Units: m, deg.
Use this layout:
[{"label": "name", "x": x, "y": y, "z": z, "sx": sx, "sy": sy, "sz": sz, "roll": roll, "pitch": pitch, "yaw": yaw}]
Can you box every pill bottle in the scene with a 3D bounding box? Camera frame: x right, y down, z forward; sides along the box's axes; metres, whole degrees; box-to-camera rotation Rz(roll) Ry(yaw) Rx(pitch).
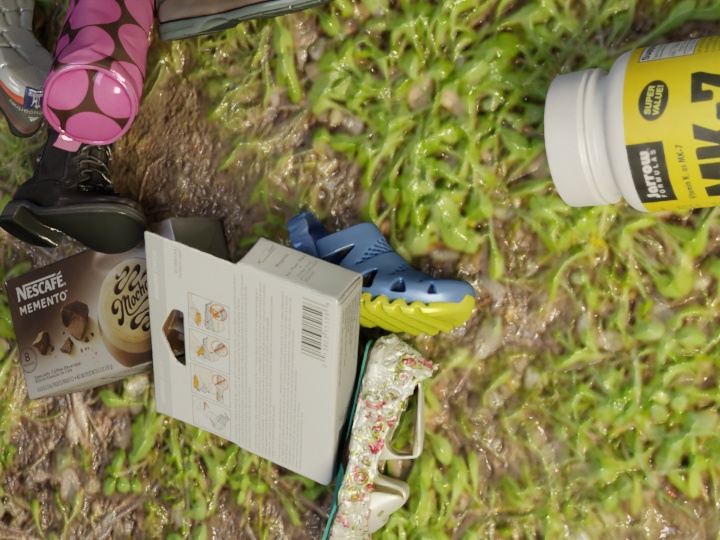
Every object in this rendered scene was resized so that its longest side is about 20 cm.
[{"label": "pill bottle", "x": 0.235, "y": -0.101, "z": 0.899, "sx": 0.197, "sy": 0.114, "sz": 0.116, "roll": -6, "pitch": 88, "yaw": 29}]

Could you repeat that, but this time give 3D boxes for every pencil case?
[{"label": "pencil case", "x": -0.224, "y": -0.195, "z": 1.121, "sx": 0.202, "sy": 0.090, "sz": 0.094, "roll": -88, "pitch": 21, "yaw": -46}]

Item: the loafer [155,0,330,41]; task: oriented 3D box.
[{"label": "loafer", "x": -0.096, "y": -0.240, "z": 1.100, "sx": 0.198, "sy": 0.072, "sz": 0.064, "roll": -7, "pitch": 99, "yaw": 31}]

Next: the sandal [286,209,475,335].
[{"label": "sandal", "x": 0.000, "y": 0.000, "z": 1.055, "sx": 0.197, "sy": 0.079, "sz": 0.088, "roll": 10, "pitch": 76, "yaw": 23}]

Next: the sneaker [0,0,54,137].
[{"label": "sneaker", "x": -0.343, "y": -0.205, "z": 1.232, "sx": 0.082, "sy": 0.076, "sz": 0.201, "roll": -58, "pitch": 46, "yaw": 38}]

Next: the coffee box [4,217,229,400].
[{"label": "coffee box", "x": -0.211, "y": 0.035, "z": 1.167, "sx": 0.198, "sy": 0.080, "sz": 0.115, "roll": -17, "pitch": 83, "yaw": 27}]

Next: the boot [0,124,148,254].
[{"label": "boot", "x": -0.232, "y": -0.109, "z": 1.144, "sx": 0.198, "sy": 0.069, "sz": 0.176, "roll": 4, "pitch": 65, "yaw": 41}]

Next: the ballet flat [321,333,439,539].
[{"label": "ballet flat", "x": 0.015, "y": 0.152, "z": 1.052, "sx": 0.063, "sy": 0.076, "sz": 0.203, "roll": 15, "pitch": 102, "yaw": 9}]

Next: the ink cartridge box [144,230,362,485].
[{"label": "ink cartridge box", "x": -0.087, "y": 0.063, "z": 1.056, "sx": 0.172, "sy": 0.044, "sz": 0.202, "roll": 21, "pitch": 131, "yaw": 20}]
